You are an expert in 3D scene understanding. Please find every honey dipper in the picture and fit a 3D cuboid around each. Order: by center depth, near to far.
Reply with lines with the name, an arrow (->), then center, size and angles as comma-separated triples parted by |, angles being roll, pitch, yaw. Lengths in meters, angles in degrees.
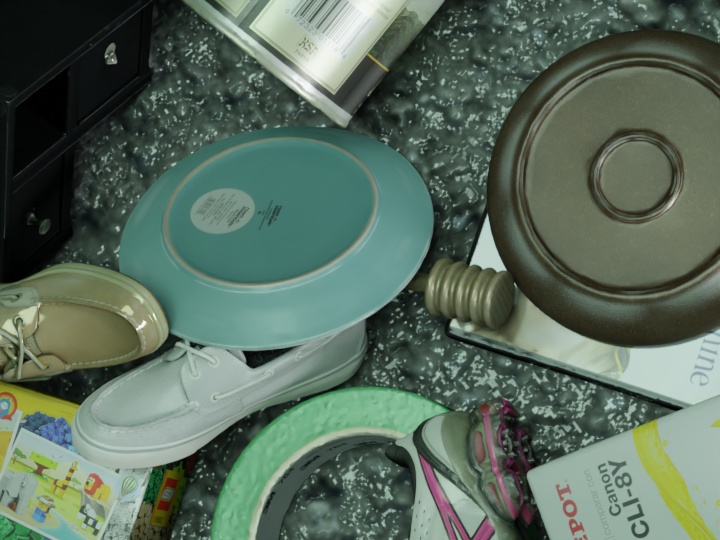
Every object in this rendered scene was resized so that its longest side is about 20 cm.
honey dipper -> 0.000, 0.000, 1.709 | 0.200, 0.038, 0.038 | 12, 84, 26

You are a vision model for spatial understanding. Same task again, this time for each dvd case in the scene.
dvd case -> 0.165, 0.002, 1.679 | 0.200, 0.018, 0.143 | 17, 85, 18

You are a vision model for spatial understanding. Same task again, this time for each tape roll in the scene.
tape roll -> 0.007, 0.173, 1.682 | 0.200, 0.048, 0.201 | -3, 79, 16

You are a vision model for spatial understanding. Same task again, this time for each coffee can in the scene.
coffee can -> -0.005, -0.211, 1.699 | 0.146, 0.146, 0.200 | 40, 93, 19

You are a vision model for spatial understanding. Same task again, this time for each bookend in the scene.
bookend -> -0.207, -0.094, 1.756 | 0.092, 0.199, 0.200 | 26, 133, 19

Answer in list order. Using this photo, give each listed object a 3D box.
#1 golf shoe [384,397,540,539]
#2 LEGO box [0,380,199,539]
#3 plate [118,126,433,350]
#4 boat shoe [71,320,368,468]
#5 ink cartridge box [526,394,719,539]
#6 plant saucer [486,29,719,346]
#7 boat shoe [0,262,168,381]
golf shoe -> 0.069, 0.180, 1.603 | 0.092, 0.073, 0.200 | -18, 66, 20
LEGO box -> -0.222, 0.149, 1.738 | 0.200, 0.077, 0.149 | 16, 86, 18
plate -> -0.054, -0.030, 1.689 | 0.200, 0.026, 0.200 | -6, 45, 6
boat shoe -> -0.085, 0.059, 1.671 | 0.200, 0.069, 0.072 | -16, 50, -17
ink cartridge box -> 0.217, 0.148, 1.579 | 0.200, 0.083, 0.145 | -23, 80, 23
plant saucer -> 0.171, -0.054, 1.662 | 0.200, 0.032, 0.200 | -3, 79, 16
boat shoe -> -0.209, 0.041, 1.673 | 0.200, 0.065, 0.072 | 0, 124, 31
